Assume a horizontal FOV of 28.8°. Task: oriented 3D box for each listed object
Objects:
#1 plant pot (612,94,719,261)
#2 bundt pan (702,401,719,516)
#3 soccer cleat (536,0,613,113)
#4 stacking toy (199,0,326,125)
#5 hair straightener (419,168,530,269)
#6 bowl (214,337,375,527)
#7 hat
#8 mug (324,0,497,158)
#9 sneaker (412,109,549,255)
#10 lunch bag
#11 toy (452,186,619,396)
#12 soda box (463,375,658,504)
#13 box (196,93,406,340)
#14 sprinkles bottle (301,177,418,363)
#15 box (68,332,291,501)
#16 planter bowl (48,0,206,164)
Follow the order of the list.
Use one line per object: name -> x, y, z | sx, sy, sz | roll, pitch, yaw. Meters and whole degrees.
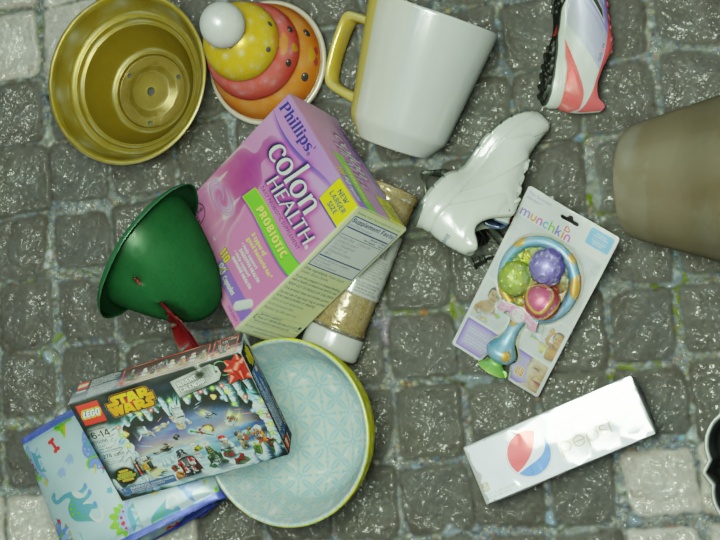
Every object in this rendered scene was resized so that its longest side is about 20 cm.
plant pot -> 0.359, -0.092, 1.437 | 0.171, 0.199, 0.203 | -1, 85, 31
bundt pan -> 0.451, 0.195, 1.431 | 0.199, 0.076, 0.205 | -1, 85, 14
soccer cleat -> 0.247, -0.271, 1.539 | 0.072, 0.068, 0.203 | 12, 84, -8
stacking toy -> -0.129, -0.249, 1.559 | 0.144, 0.200, 0.149 | -1, 86, 15
hair straightener -> 0.137, -0.040, 1.550 | 0.199, 0.041, 0.077 | 39, 96, 9
bowl -> -0.063, 0.175, 1.549 | 0.197, 0.107, 0.203 | 0, 89, 22
hat -> -0.160, 0.033, 1.470 | 0.175, 0.200, 0.166 | 36, 69, 10
mug -> 0.054, -0.214, 1.559 | 0.148, 0.187, 0.155 | 14, 99, -20
sneaker -> 0.144, -0.094, 1.521 | 0.087, 0.075, 0.200 | 41, 71, 8
lunch bag -> -0.258, 0.222, 1.593 | 0.199, 0.127, 0.172 | -31, 78, 21
toy -> 0.180, 0.027, 1.501 | 0.114, 0.047, 0.202 | 31, 113, 18
soda box -> 0.215, 0.182, 1.502 | 0.198, 0.064, 0.069 | -25, 79, 12
box -> -0.080, -0.054, 1.541 | 0.200, 0.096, 0.177 | -43, 57, 18
sprinkles bottle -> 0.000, 0.000, 1.572 | 0.068, 0.068, 0.202 | 22, 91, 15
box -> -0.187, 0.156, 1.469 | 0.197, 0.040, 0.138 | -17, 117, 12
planter bowl -> -0.260, -0.219, 1.652 | 0.197, 0.083, 0.204 | -2, 84, 15
